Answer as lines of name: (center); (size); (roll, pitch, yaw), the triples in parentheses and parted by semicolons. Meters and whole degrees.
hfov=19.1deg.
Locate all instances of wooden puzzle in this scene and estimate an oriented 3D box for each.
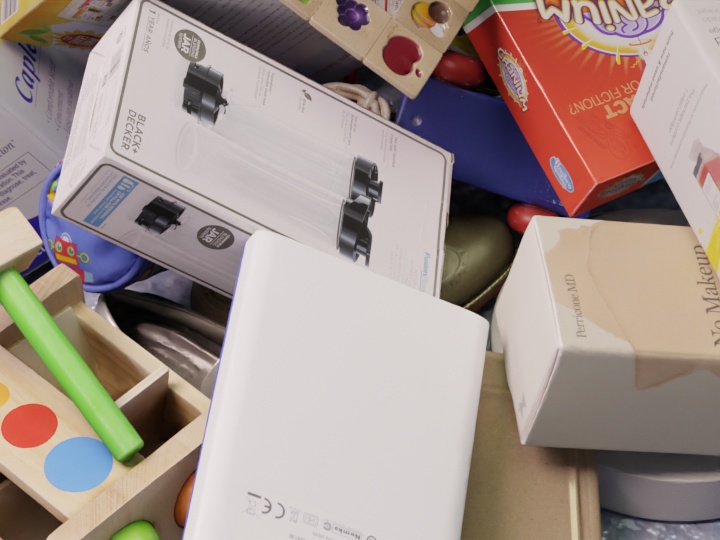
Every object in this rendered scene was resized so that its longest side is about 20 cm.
wooden puzzle: (0.034, 0.126, 1.060); (0.183, 0.037, 0.202); (9, 59, -20)

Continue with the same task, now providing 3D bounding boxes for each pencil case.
pencil case: (-0.096, -0.050, 1.201); (0.077, 0.088, 0.200); (-6, 11, 31)

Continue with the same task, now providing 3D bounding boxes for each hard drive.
hard drive: (-0.011, 0.091, 1.016); (0.131, 0.025, 0.201); (22, 56, -17)

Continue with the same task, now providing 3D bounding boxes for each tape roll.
tape roll: (0.169, 0.048, 1.183); (0.201, 0.037, 0.204); (-1, 46, 1)

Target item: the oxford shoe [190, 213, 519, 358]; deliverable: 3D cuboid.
oxford shoe: (0.000, 0.000, 1.203); (0.198, 0.075, 0.071); (-18, 48, -16)

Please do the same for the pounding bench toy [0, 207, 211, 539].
pounding bench toy: (-0.136, 0.084, 1.039); (0.155, 0.201, 0.124); (34, 55, 29)

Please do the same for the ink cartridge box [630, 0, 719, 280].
ink cartridge box: (0.243, -0.044, 1.071); (0.144, 0.084, 0.201); (-5, 49, -21)

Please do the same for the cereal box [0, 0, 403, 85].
cereal box: (-0.080, -0.144, 1.165); (0.198, 0.144, 0.040); (7, 75, -29)

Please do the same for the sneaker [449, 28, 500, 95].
sneaker: (0.054, -0.145, 1.304); (0.199, 0.085, 0.075); (27, 72, 39)

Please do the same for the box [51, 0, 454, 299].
box: (-0.051, -0.045, 1.109); (0.199, 0.060, 0.117); (25, 49, -23)

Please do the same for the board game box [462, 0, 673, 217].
board game box: (0.135, -0.146, 1.189); (0.152, 0.040, 0.201); (-22, 74, -25)

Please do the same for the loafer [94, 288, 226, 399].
loafer: (-0.064, 0.069, 1.141); (0.199, 0.070, 0.070); (23, 51, 21)

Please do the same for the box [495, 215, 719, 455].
box: (0.176, 0.036, 1.089); (0.198, 0.078, 0.096); (3, 47, -14)

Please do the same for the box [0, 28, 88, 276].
box: (-0.236, -0.127, 1.231); (0.104, 0.200, 0.185); (-30, 42, 22)

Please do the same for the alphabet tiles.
alphabet tiles: (0.005, -0.205, 1.136); (0.167, 0.008, 0.201); (36, 55, -4)

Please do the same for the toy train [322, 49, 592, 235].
toy train: (0.041, -0.087, 1.241); (0.198, 0.085, 0.116); (18, 7, -3)

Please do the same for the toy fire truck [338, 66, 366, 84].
toy fire truck: (-0.064, -0.184, 1.398); (0.199, 0.049, 0.141); (29, 50, 22)
